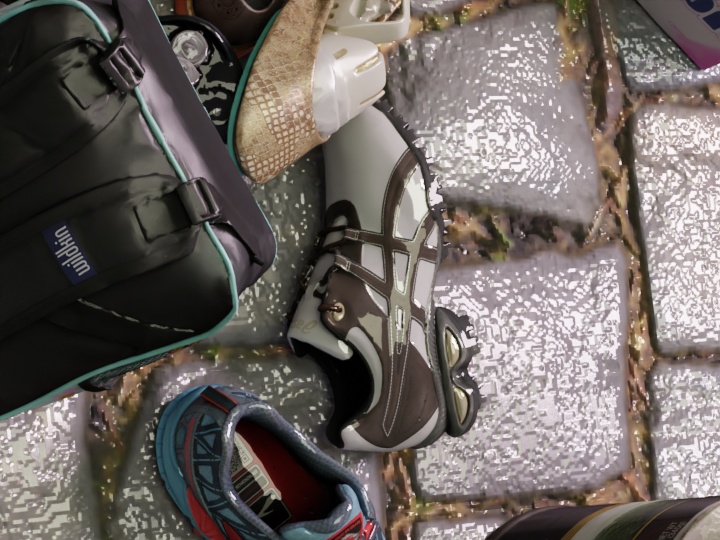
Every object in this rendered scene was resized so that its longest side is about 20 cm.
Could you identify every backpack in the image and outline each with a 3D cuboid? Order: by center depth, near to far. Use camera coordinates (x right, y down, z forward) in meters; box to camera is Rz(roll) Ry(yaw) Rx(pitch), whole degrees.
[{"bbox_3d":[-0.158,-0.027,0.877,0.199,0.153,0.177,-28,101,10],"label":"backpack"}]

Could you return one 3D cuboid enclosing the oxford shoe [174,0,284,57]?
[{"bbox_3d":[-0.051,-0.217,1.013,0.071,0.072,0.202,10,77,-23],"label":"oxford shoe"}]

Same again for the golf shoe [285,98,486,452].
[{"bbox_3d":[0.000,0.000,1.000,0.094,0.078,0.202,-15,87,-27],"label":"golf shoe"}]

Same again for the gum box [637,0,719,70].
[{"bbox_3d":[0.186,-0.223,1.105,0.200,0.113,0.066,44,66,-13],"label":"gum box"}]

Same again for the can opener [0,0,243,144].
[{"bbox_3d":[-0.148,-0.115,0.954,0.198,0.079,0.064,20,67,-10],"label":"can opener"}]

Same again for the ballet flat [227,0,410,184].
[{"bbox_3d":[-0.012,-0.122,0.983,0.065,0.071,0.201,5,49,17],"label":"ballet flat"}]

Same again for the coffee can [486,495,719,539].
[{"bbox_3d":[0.157,0.192,0.973,0.145,0.200,0.148,5,79,-25],"label":"coffee can"}]

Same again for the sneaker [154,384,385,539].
[{"bbox_3d":[-0.026,0.144,0.952,0.079,0.095,0.200,-45,101,-24],"label":"sneaker"}]
